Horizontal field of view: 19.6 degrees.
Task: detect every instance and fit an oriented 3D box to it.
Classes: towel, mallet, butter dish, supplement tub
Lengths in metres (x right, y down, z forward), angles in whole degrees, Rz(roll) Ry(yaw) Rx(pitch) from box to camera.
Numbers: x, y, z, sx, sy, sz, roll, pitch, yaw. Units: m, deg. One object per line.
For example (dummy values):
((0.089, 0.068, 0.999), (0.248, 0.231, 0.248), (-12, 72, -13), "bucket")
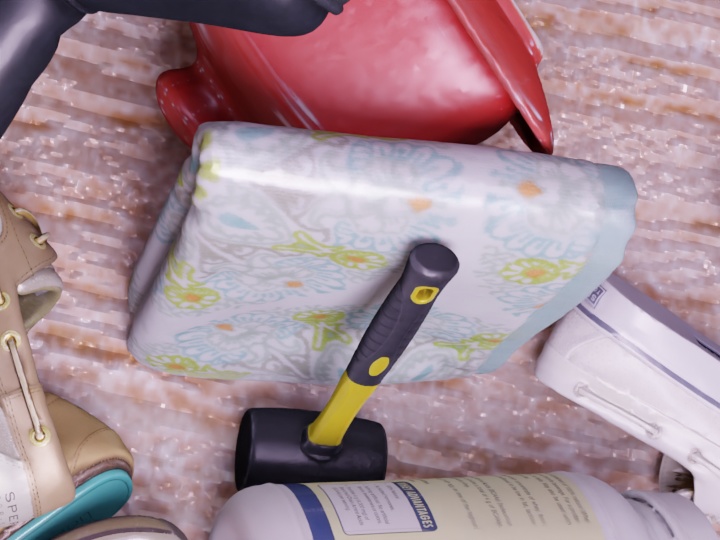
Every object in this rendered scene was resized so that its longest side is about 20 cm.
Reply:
((0.000, 0.000, 0.845), (0.169, 0.200, 0.049), (3, 69, -15), "towel")
((0.009, 0.046, 0.844), (0.065, 0.200, 0.042), (12, 58, -20), "mallet")
((-0.020, -0.103, 0.878), (0.147, 0.199, 0.201), (-34, 91, 5), "butter dish")
((0.042, 0.157, 0.861), (0.198, 0.145, 0.147), (-1, 82, -17), "supplement tub")

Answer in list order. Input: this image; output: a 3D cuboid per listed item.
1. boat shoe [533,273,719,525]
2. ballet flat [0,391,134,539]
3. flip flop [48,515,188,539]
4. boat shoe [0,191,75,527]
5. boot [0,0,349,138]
((0.166, 0.082, 0.959), (0.199, 0.071, 0.070), (34, 101, -14), "boat shoe")
((-0.182, 0.124, 0.849), (0.199, 0.069, 0.063), (-38, 66, -21), "ballet flat")
((-0.143, 0.175, 0.829), (0.199, 0.081, 0.058), (-36, 50, -15), "flip flop")
((-0.154, 0.010, 0.844), (0.066, 0.074, 0.202), (-5, 69, -12), "boat shoe")
((-0.109, -0.087, 0.766), (0.169, 0.200, 0.076), (-53, 141, 1), "boot")
